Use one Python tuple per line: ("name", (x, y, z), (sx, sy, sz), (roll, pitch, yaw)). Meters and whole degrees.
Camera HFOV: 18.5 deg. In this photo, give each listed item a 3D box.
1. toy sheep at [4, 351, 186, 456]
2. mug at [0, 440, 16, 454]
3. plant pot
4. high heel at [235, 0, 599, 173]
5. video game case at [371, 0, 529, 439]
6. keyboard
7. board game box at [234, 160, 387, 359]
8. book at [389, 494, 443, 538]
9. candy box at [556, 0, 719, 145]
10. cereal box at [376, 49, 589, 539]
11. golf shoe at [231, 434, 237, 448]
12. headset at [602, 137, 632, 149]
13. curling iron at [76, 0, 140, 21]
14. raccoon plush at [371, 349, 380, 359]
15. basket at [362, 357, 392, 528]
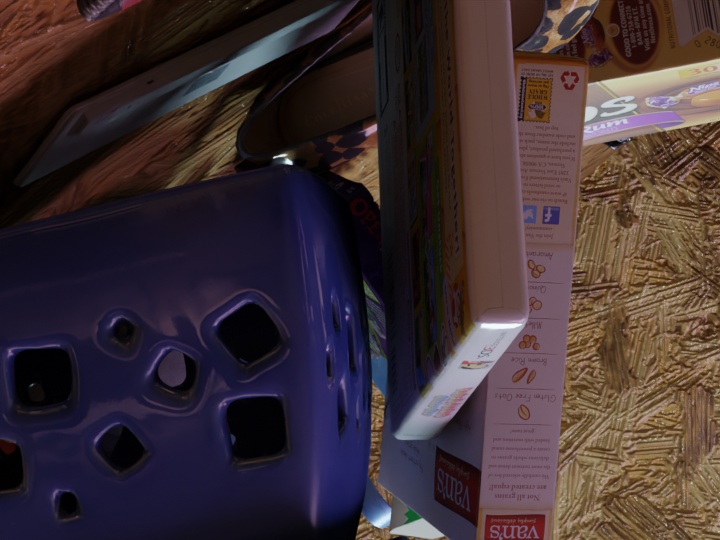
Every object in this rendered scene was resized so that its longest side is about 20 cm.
("toy sheep", (-0.106, 0.044, 1.056), (0.138, 0.138, 0.200), (-37, -174, -2))
("mug", (-0.133, 0.128, 1.227), (0.133, 0.200, 0.178), (-33, 173, -31))
("plant pot", (-0.085, 0.073, 0.853), (0.199, 0.181, 0.200), (-15, 176, 6))
("high heel", (0.031, -0.108, 0.992), (0.142, 0.072, 0.200), (-29, 173, -40))
("video game case", (0.031, -0.052, 0.842), (0.023, 0.201, 0.182), (1, 163, -8))
("keyboard", (-0.061, -0.084, 0.914), (0.200, 0.011, 0.056), (-32, 178, -44))
("board game box", (0.000, 0.000, 1.090), (0.032, 0.120, 0.200), (-33, -164, -8))
("book", (0.058, 0.030, 1.135), (0.048, 0.201, 0.134), (10, 163, -17))
("candy box", (0.131, -0.108, 1.155), (0.199, 0.057, 0.117), (-11, 167, 12))
("cereal box", (0.048, 0.007, 0.925), (0.039, 0.201, 0.144), (3, -174, -15))
("golf shoe", (-0.083, 0.131, 0.992), (0.199, 0.092, 0.073), (-25, 146, -15))
("headset", (0.171, -0.169, 1.238), (0.200, 0.094, 0.123), (-51, 169, 21))
("curling iron", (-0.022, -0.125, 0.710), (0.200, 0.026, 0.050), (-33, 176, -43))
("raccoon plush", (-0.013, 0.026, 1.269), (0.097, 0.199, 0.134), (-60, -171, -17))
("basket", (-0.015, 0.062, 1.403), (0.139, 0.200, 0.176), (-38, 173, 14))
